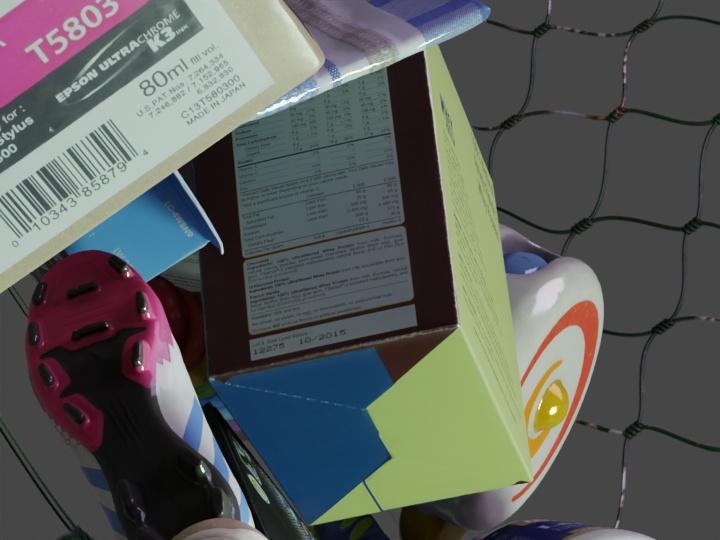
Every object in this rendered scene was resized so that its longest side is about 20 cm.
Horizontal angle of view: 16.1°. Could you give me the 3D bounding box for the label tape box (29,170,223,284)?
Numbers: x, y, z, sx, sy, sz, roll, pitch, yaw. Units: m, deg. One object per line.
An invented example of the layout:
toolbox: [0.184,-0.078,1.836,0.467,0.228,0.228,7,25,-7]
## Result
label tape box: [-0.153,-0.058,1.251,0.144,0.066,0.200,56,-13,-16]

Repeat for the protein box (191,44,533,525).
protein box: [0.000,0.000,1.386,0.199,0.134,0.201,62,19,-58]

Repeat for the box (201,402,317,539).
box: [-0.024,0.188,1.324,0.200,0.047,0.193,55,-1,-26]

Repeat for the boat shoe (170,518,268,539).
boat shoe: [-0.022,0.198,1.078,0.200,0.072,0.065,59,14,-18]

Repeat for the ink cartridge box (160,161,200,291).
ink cartridge box: [-0.079,-0.011,1.627,0.146,0.083,0.200,9,-25,29]

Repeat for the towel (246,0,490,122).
towel: [-0.053,-0.120,1.306,0.147,0.199,0.024,34,-38,53]

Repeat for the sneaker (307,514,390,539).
sneaker: [0.022,0.216,1.535,0.083,0.071,0.200,52,3,-32]

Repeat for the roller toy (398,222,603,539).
roller toy: [0.065,0.063,1.588,0.139,0.200,0.183,24,-28,22]

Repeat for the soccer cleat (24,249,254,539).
soccer cleat: [-0.101,0.081,1.167,0.086,0.070,0.200,74,-9,-51]

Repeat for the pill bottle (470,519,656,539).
pill bottle: [0.115,0.205,1.491,0.116,0.116,0.200,55,-15,-7]

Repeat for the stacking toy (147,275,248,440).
stacking toy: [-0.098,0.045,1.481,0.086,0.085,0.200,57,9,19]

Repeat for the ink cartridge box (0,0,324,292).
ink cartridge box: [-0.140,-0.099,1.055,0.165,0.200,0.075,52,3,-42]
